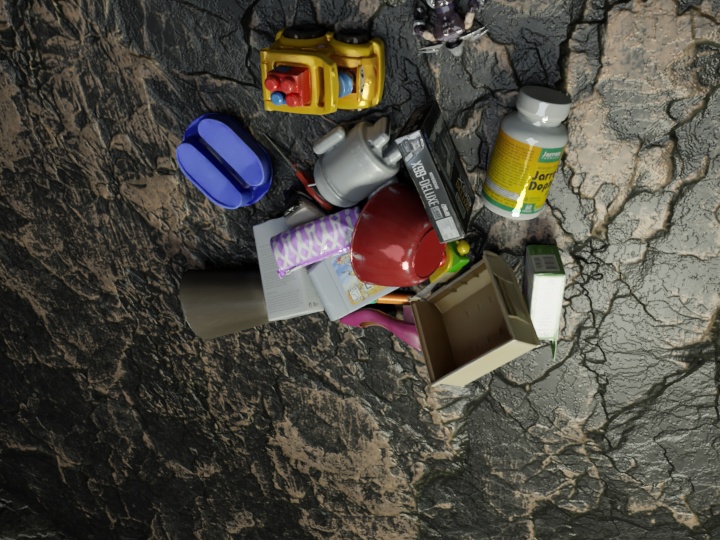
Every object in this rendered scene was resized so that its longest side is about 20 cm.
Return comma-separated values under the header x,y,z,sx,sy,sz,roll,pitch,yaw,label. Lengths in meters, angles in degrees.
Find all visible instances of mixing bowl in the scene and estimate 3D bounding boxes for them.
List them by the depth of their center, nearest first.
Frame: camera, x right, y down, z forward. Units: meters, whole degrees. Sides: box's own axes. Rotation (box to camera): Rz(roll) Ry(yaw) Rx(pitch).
x,y,z,sx,sy,sz,roll,pitch,yaw,label
0.086,-0.047,1.091,0.108,0.199,0.202,27,132,36,mixing bowl

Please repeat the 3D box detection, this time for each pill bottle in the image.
x,y,z,sx,sy,sz,roll,pitch,yaw,label
0.279,-0.196,0.999,0.112,0.113,0.202,16,125,8,pill bottle

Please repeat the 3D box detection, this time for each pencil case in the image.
x,y,z,sx,sy,sz,roll,pitch,yaw,label
-0.076,-0.054,1.136,0.198,0.086,0.084,-21,140,8,pencil case

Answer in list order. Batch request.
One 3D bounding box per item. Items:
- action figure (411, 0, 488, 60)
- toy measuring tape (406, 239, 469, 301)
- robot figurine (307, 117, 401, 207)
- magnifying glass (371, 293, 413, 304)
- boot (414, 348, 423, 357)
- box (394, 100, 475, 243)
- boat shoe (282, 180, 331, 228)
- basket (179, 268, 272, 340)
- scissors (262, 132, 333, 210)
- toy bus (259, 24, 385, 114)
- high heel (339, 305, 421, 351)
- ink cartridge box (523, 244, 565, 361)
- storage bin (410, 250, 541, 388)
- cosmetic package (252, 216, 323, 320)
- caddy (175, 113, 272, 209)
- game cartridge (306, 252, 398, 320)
x,y,z,sx,sy,sz,roll,pitch,yaw,label
0.129,-0.427,0.934,0.129,0.070,0.201,-15,120,19,action figure
0.149,-0.009,1.200,0.073,0.074,0.200,38,137,-7,toy measuring tape
-0.008,-0.193,1.099,0.169,0.114,0.199,39,127,-24,robot figurine
0.014,0.058,1.267,0.198,0.023,0.080,2,147,-8,magnifying glass
0.227,0.131,1.255,0.164,0.066,0.200,30,129,-10,boot
0.136,-0.172,1.037,0.049,0.158,0.201,-16,115,27,box
-0.079,-0.105,1.215,0.074,0.093,0.200,-31,136,20,boat shoe
-0.280,0.066,1.353,0.198,0.136,0.182,-9,122,19,basket
-0.124,-0.195,1.166,0.200,0.073,0.014,44,112,-10,scissors
-0.072,-0.320,0.994,0.198,0.192,0.137,9,123,12,toy bus
0.043,0.130,1.290,0.198,0.067,0.097,-7,76,28,high heel
0.346,0.064,1.144,0.059,0.104,0.202,0,122,8,ink cartridge box
0.211,0.094,1.141,0.093,0.200,0.200,16,138,-39,storage bin
-0.150,-0.005,1.237,0.101,0.071,0.202,-13,84,26,cosmetic package
-0.268,-0.215,1.183,0.141,0.105,0.200,-42,102,12,caddy
0.000,0.000,1.204,0.199,0.042,0.134,-27,110,-4,game cartridge
